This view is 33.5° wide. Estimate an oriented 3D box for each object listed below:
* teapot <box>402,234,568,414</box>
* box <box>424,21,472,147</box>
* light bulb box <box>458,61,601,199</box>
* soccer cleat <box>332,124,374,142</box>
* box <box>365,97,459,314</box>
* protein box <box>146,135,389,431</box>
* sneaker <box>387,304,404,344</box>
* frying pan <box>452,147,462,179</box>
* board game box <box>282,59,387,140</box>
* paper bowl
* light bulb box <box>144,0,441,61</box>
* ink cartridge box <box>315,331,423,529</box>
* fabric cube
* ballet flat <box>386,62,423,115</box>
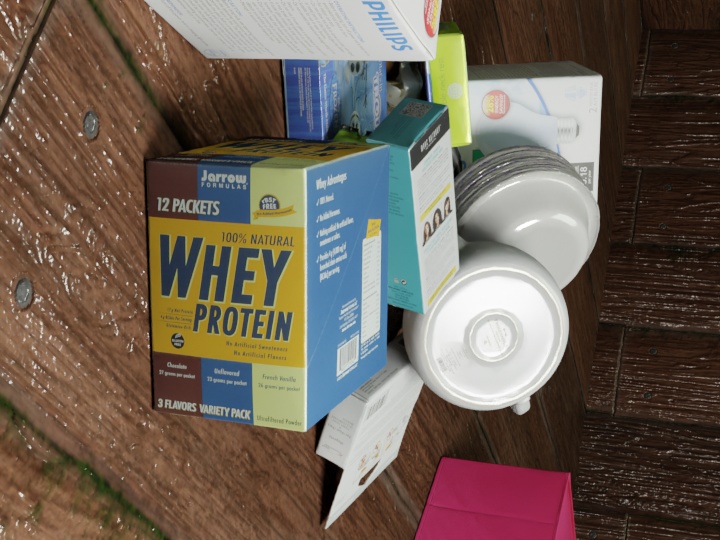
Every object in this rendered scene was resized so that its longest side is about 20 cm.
[{"bbox_3d":[0.133,0.054,1.349,0.146,0.196,0.201,-122,-132,-71],"label":"teapot"},{"bbox_3d":[0.096,-0.212,1.350,0.200,0.047,0.123,-83,167,-74],"label":"box"},{"bbox_3d":[0.195,-0.162,1.553,0.125,0.198,0.200,-118,-156,-71],"label":"light bulb box"},{"bbox_3d":[0.019,-0.099,1.217,0.200,0.067,0.082,-3,108,-64],"label":"soccer cleat"},{"bbox_3d":[0.054,-0.061,1.178,0.082,0.049,0.201,-49,144,-41],"label":"box"},{"bbox_3d":[-0.068,0.000,0.990,0.198,0.134,0.202,-29,122,-67],"label":"protein box"},{"bbox_3d":[0.037,0.021,1.389,0.070,0.075,0.202,-13,106,-70],"label":"sneaker"},{"bbox_3d":[0.078,-0.079,1.452,0.031,0.114,0.191,-135,-147,-58],"label":"frying pan"},{"bbox_3d":[-0.021,-0.184,1.226,0.199,0.043,0.202,-47,139,-62],"label":"board game box"},{"bbox_3d":[0.193,-0.040,1.442,0.105,0.199,0.202,-115,-172,-47],"label":"paper bowl"},{"bbox_3d":[-0.040,-0.274,0.915,0.125,0.198,0.200,33,63,-69],"label":"light bulb box"},{"bbox_3d":[0.011,0.174,1.370,0.200,0.043,0.175,-33,146,-59],"label":"ink cartridge box"},{"bbox_3d":[0.202,0.418,1.767,0.201,0.198,0.197,-66,151,-44],"label":"fabric cube"},{"bbox_3d":[0.043,-0.242,1.331,0.075,0.067,0.201,50,-29,47],"label":"ballet flat"}]
